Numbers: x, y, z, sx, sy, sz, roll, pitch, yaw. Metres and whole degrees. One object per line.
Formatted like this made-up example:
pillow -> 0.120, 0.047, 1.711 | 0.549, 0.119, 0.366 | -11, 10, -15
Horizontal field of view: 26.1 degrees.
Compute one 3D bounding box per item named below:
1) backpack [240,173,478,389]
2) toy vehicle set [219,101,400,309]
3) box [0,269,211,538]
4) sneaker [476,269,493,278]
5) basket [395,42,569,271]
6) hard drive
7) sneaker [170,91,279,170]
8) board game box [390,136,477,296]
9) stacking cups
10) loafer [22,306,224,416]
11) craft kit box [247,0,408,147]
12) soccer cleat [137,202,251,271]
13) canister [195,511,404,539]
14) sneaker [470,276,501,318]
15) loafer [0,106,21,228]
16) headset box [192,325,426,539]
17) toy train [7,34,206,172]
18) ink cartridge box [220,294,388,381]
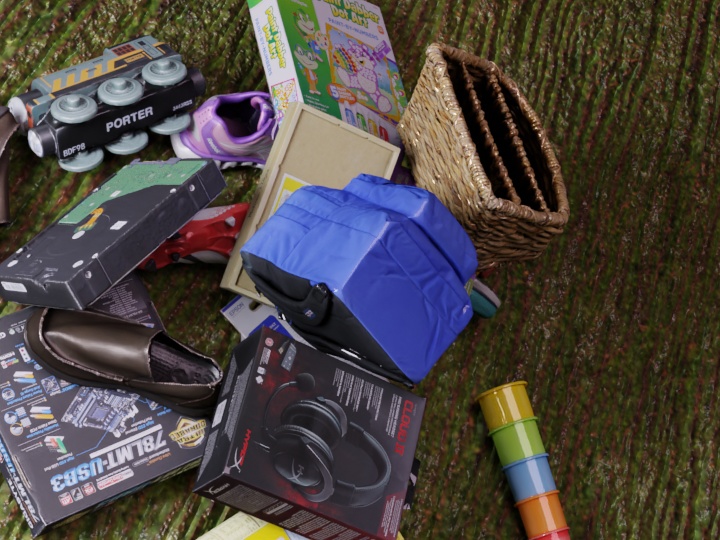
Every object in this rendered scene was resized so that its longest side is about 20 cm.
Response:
backpack -> 0.000, 0.000, 1.470 | 0.168, 0.199, 0.163 | -48, 123, -20
toy vehicle set -> -0.049, -0.054, 1.567 | 0.124, 0.026, 0.201 | 24, 83, -24
box -> -0.258, 0.121, 1.466 | 0.199, 0.050, 0.199 | -22, 78, -33
sneaker -> 0.075, -0.058, 1.695 | 0.199, 0.082, 0.078 | 16, 60, -18
basket -> 0.140, -0.120, 1.586 | 0.142, 0.149, 0.201 | -8, 63, -19
hard drive -> -0.235, -0.037, 1.459 | 0.200, 0.139, 0.038 | -45, 121, -33
sneaker -> -0.097, -0.152, 1.651 | 0.199, 0.088, 0.081 | -4, 66, -31
board game box -> 0.078, -0.058, 1.636 | 0.119, 0.032, 0.201 | 19, 58, 1
stacking cups -> 0.176, 0.219, 1.627 | 0.060, 0.060, 0.201 | -7, 71, -29
loafer -> -0.212, 0.072, 1.441 | 0.199, 0.071, 0.073 | 18, 59, -19
craft kit box -> -0.030, -0.221, 1.693 | 0.199, 0.048, 0.199 | 11, 54, -50
soccer cleat -> -0.164, -0.038, 1.575 | 0.199, 0.085, 0.069 | -8, 113, -38
canister -> -0.068, 0.279, 1.462 | 0.199, 0.087, 0.149 | -29, 82, -32
sneaker -> 0.053, 0.022, 1.665 | 0.199, 0.077, 0.080 | 15, 80, -14
loafer -> -0.368, -0.064, 1.492 | 0.071, 0.073, 0.201 | 27, 67, -17
headset box -> -0.036, 0.163, 1.425 | 0.199, 0.077, 0.150 | 25, 60, -19
toy train -> -0.258, -0.172, 1.578 | 0.199, 0.086, 0.114 | -26, 44, -28
ink cartridge box -> -0.051, 0.094, 1.589 | 0.200, 0.037, 0.095 | 49, 55, -1
